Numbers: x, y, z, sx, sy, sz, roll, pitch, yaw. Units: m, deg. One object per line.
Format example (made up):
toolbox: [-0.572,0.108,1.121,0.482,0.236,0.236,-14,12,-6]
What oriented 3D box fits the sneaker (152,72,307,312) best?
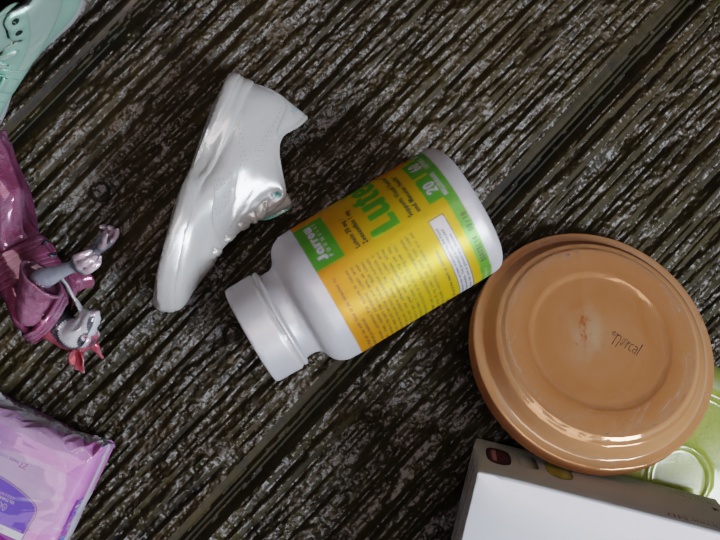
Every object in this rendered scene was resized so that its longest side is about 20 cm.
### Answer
sneaker: [-0.102,-0.053,0.759,0.088,0.075,0.201,22,85,-14]

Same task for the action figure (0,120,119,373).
action figure: [-0.263,-0.007,0.713,0.149,0.134,0.201,-28,87,-3]

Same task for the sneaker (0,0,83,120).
sneaker: [-0.300,-0.169,0.724,0.074,0.118,0.201,37,87,-3]

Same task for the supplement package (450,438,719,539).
supplement package: [0.167,0.236,0.716,0.199,0.111,0.156,13,94,5]

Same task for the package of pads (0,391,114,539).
package of pads: [-0.289,0.199,0.732,0.120,0.076,0.201,25,86,2]

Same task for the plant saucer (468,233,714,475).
plant saucer: [0.186,0.060,0.750,0.199,0.032,0.201,3,66,-7]

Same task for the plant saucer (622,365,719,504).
plant saucer: [0.260,0.170,0.787,0.199,0.031,0.201,0,87,-4]

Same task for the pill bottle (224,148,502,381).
pill bottle: [0.000,0.000,0.738,0.200,0.111,0.111,-31,90,-4]
